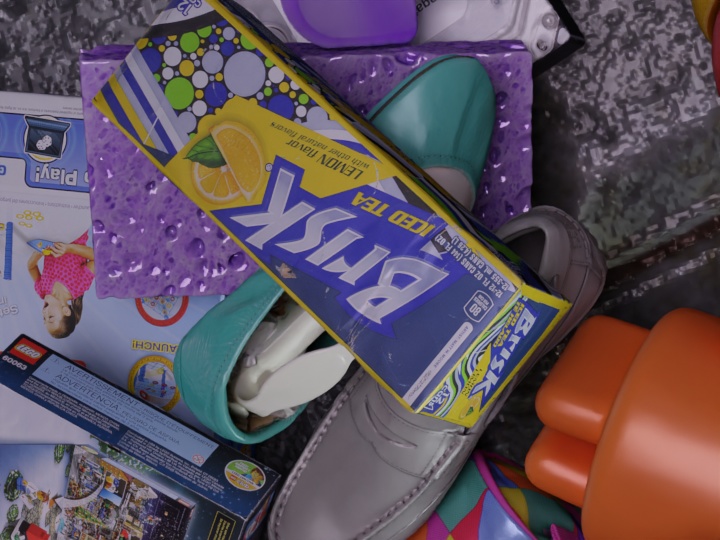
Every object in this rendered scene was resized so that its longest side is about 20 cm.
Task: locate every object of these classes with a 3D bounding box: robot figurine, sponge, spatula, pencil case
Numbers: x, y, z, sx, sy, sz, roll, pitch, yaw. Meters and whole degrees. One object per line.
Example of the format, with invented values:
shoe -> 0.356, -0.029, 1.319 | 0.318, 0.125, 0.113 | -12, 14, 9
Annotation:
robot figurine -> 0.172, 0.088, 1.012 | 0.199, 0.117, 0.145 | 22, 96, 16
sponge -> -0.023, -0.045, 1.062 | 0.199, 0.030, 0.112 | -1, 109, -3
spatula -> 0.061, -0.133, 1.053 | 0.199, 0.021, 0.057 | -8, 75, -8
pencil case -> 0.023, 0.176, 1.082 | 0.088, 0.088, 0.200 | 41, 103, 13

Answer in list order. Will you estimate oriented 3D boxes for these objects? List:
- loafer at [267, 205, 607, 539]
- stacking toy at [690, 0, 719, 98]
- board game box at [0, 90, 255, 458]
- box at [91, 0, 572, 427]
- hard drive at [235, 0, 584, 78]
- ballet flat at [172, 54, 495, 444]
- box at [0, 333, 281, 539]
loafer -> 0.025, 0.052, 1.030 | 0.070, 0.070, 0.200 | 41, 98, 21
stacking toy -> 0.185, -0.116, 1.015 | 0.146, 0.146, 0.200 | -41, 63, 15
board game box -> -0.144, 0.014, 1.148 | 0.199, 0.056, 0.197 | 6, 93, 18
box -> -0.013, -0.028, 0.964 | 0.200, 0.064, 0.070 | 44, 100, 24
hard drive -> -0.005, -0.152, 1.109 | 0.139, 0.038, 0.201 | -32, 82, 16
ballet flat -> 0.000, 0.000, 1.023 | 0.200, 0.067, 0.070 | -48, 46, 15
box -> -0.127, 0.142, 1.102 | 0.136, 0.038, 0.201 | 27, 127, 10
